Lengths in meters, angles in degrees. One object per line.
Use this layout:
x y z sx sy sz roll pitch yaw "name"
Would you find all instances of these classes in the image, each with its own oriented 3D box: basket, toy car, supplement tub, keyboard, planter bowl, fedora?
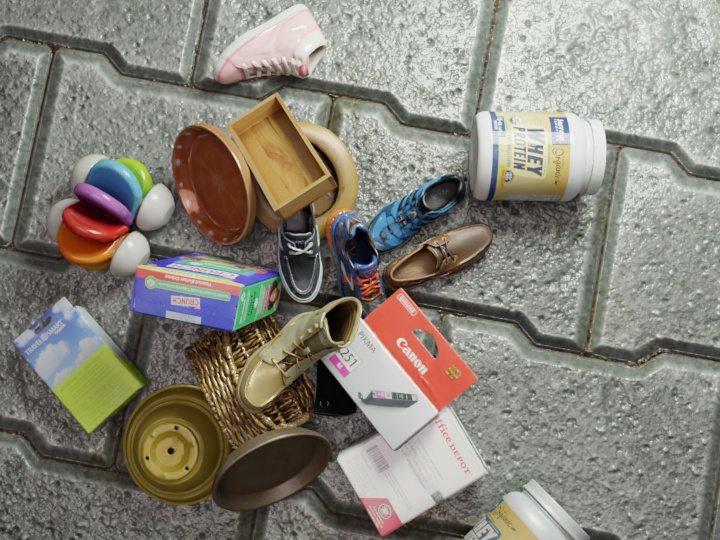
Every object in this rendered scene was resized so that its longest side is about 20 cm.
-0.169 0.173 1.244 0.149 0.143 0.200 -28 84 -2 "basket"
-0.417 -0.095 1.266 0.175 0.150 0.200 28 87 3 "toy car"
0.283 -0.185 1.264 0.199 0.144 0.145 1 86 1 "supplement tub"
-0.058 0.136 1.281 0.127 0.021 0.201 11 74 -21 "keyboard"
-0.301 0.289 1.269 0.200 0.083 0.201 0 85 2 "planter bowl"
-0.101 -0.148 1.299 0.200 0.082 0.201 0 92 -5 "fedora"
0.243 0.442 1.218 0.200 0.145 0.145 -44 86 -3 "supplement tub"

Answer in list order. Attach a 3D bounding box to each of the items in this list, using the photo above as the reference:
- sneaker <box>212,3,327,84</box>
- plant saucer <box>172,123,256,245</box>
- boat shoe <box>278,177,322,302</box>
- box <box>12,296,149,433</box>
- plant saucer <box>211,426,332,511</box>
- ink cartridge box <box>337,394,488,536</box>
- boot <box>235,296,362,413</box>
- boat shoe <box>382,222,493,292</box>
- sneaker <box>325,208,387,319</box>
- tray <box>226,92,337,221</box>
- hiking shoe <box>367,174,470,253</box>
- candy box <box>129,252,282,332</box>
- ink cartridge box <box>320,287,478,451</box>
-0.147 -0.357 1.318 0.200 0.075 0.105 -35 81 -6 "sneaker"
-0.235 -0.140 1.264 0.032 0.200 0.201 -28 84 -41 "plant saucer"
-0.096 -0.048 1.227 0.072 0.068 0.201 -1 92 -4 "boat shoe"
-0.465 0.156 1.300 0.122 0.048 0.200 -42 86 -3 "box"
-0.141 0.310 1.226 0.200 0.200 0.029 -30 52 -1 "plant saucer"
0.084 0.308 1.261 0.200 0.085 0.146 -31 85 1 "ink cartridge box"
-0.090 0.123 1.159 0.073 0.155 0.200 51 54 -11 "boot"
0.132 -0.021 1.292 0.200 0.068 0.072 -25 86 -1 "boat shoe"
0.000 0.000 1.262 0.075 0.078 0.200 -28 112 -16 "sneaker"
-0.124 -0.178 1.204 0.099 0.037 0.200 -32 58 1 "tray"
0.088 -0.102 1.290 0.200 0.087 0.074 -37 86 -2 "hiking shoe"
-0.232 0.030 1.212 0.169 0.200 0.077 11 100 11 "candy box"
0.058 0.151 1.226 0.173 0.044 0.200 -40 75 -1 "ink cartridge box"
